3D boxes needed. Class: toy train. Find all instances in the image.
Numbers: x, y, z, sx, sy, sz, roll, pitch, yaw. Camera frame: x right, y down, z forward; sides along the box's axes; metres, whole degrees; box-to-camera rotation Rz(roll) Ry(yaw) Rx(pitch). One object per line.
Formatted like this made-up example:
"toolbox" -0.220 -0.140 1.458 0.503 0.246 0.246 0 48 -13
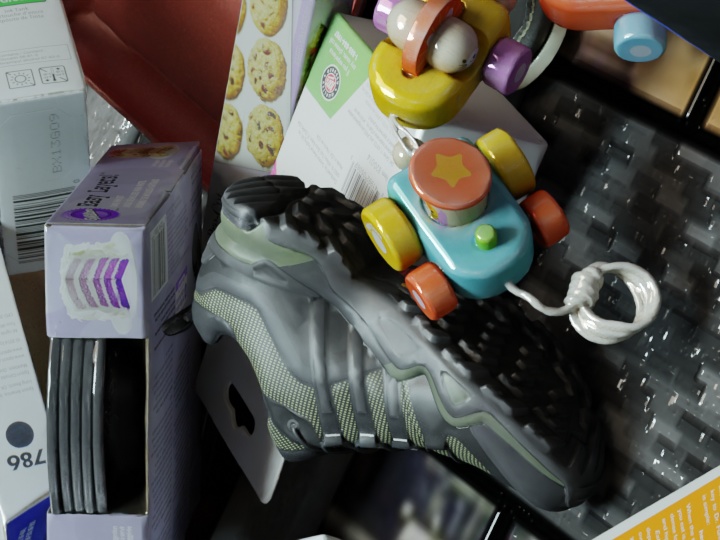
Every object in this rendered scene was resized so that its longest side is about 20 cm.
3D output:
"toy train" 0.073 -0.073 1.179 0.056 0.150 0.200 76 -161 -63

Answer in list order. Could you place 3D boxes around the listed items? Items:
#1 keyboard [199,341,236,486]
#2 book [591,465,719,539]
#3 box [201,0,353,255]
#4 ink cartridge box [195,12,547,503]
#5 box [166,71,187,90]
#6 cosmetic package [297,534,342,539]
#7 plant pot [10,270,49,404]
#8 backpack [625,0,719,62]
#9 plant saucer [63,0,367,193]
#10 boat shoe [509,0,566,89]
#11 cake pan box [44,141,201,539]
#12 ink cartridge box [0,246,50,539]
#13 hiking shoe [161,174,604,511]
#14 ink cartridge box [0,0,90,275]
"keyboard" -0.116 0.041 1.514 0.200 0.021 0.127 14 90 57
"book" 0.117 0.159 1.080 0.200 0.048 0.134 -34 48 44
"box" -0.040 -0.074 1.357 0.041 0.039 0.200 32 135 19
"ink cartridge box" 0.000 0.000 1.305 0.200 0.067 0.117 -67 31 21
"box" -0.050 -0.169 1.508 0.200 0.048 0.122 -40 43 37
"cosmetic package" -0.065 0.211 1.312 0.200 0.052 0.151 -18 56 51
"plant pot" -0.215 0.033 1.505 0.134 0.200 0.200 -33 40 4
"backpack" 0.192 -0.173 1.047 0.200 0.162 0.168 -22 52 50
"plant saucer" -0.072 -0.146 1.426 0.200 0.037 0.200 42 134 25
"boat shoe" 0.039 -0.158 1.353 0.072 0.068 0.200 -50 41 26
"cake pan box" -0.106 0.048 1.316 0.200 0.052 0.185 -76 -15 -75
"ink cartridge box" -0.174 0.064 1.360 0.099 0.039 0.200 118 139 -67
"hiking shoe" 0.012 0.047 1.215 0.200 0.076 0.101 38 122 15
"ink cartridge box" -0.172 -0.105 1.407 0.200 0.050 0.109 -111 17 -44
